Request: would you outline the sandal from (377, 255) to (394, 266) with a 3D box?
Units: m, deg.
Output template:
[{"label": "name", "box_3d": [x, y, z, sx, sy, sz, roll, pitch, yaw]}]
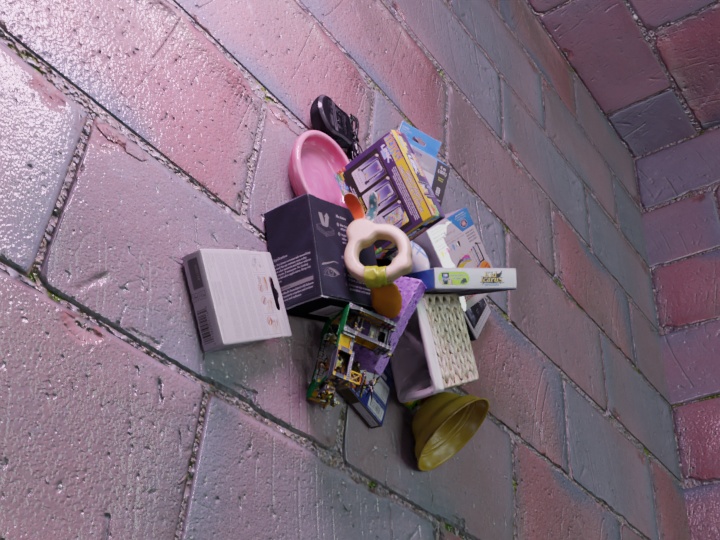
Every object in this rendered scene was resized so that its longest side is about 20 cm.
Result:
[{"label": "sandal", "box_3d": [0.077, 0.028, 1.831, 0.048, 0.075, 0.201, -53, 122, -23]}]

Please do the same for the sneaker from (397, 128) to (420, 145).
[{"label": "sneaker", "box_3d": [0.133, -0.263, 2.096, 0.201, 0.077, 0.080, 61, 13, -22]}]

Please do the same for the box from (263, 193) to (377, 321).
[{"label": "box", "box_3d": [-0.067, -0.016, 1.587, 0.196, 0.117, 0.201, 16, 61, -52]}]

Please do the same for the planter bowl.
[{"label": "planter bowl", "box_3d": [0.167, 0.314, 1.747, 0.083, 0.201, 0.200, 43, 19, 31]}]

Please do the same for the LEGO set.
[{"label": "LEGO set", "box_3d": [-0.008, 0.163, 1.522, 0.115, 0.154, 0.201, 24, 47, -16]}]

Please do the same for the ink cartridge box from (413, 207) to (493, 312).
[{"label": "ink cartridge box", "box_3d": [0.191, -0.013, 1.916, 0.147, 0.144, 0.201, -30, 99, -36]}]

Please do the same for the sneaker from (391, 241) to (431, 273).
[{"label": "sneaker", "box_3d": [0.071, -0.057, 1.824, 0.200, 0.072, 0.072, 47, 28, 17]}]

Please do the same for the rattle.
[{"label": "rattle", "box_3d": [0.031, -0.035, 1.578, 0.143, 0.130, 0.200, 44, 12, -52]}]

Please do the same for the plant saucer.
[{"label": "plant saucer", "box_3d": [-0.081, -0.185, 1.727, 0.200, 0.051, 0.202, 33, 47, -43]}]

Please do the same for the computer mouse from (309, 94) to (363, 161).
[{"label": "computer mouse", "box_3d": [-0.060, -0.308, 1.835, 0.200, 0.052, 0.139, 34, 46, -58]}]

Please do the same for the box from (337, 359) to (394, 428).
[{"label": "box", "box_3d": [0.022, 0.198, 1.679, 0.121, 0.032, 0.201, 53, 36, -27]}]

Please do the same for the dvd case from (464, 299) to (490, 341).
[{"label": "dvd case", "box_3d": [0.261, 0.058, 2.131, 0.201, 0.025, 0.150, 62, 32, -14]}]

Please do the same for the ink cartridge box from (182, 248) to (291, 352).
[{"label": "ink cartridge box", "box_3d": [-0.204, 0.047, 1.421, 0.200, 0.047, 0.161, 1, 72, -62]}]

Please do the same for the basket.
[{"label": "basket", "box_3d": [0.138, 0.152, 1.695, 0.123, 0.135, 0.201, -4, 76, -33]}]

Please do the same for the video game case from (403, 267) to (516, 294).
[{"label": "video game case", "box_3d": [0.189, 0.024, 1.714, 0.180, 0.200, 0.046, 1, 85, -20]}]

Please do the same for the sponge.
[{"label": "sponge", "box_3d": [0.039, 0.099, 1.618, 0.030, 0.111, 0.201, 46, 65, -38]}]

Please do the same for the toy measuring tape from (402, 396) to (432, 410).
[{"label": "toy measuring tape", "box_3d": [0.149, 0.238, 1.805, 0.200, 0.073, 0.074, -23, 92, -53]}]

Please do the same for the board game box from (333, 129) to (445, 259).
[{"label": "board game box", "box_3d": [0.055, -0.149, 1.676, 0.057, 0.165, 0.201, 3, 59, -56]}]

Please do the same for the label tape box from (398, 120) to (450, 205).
[{"label": "label tape box", "box_3d": [0.139, -0.235, 1.991, 0.143, 0.066, 0.201, 22, 81, -40]}]
